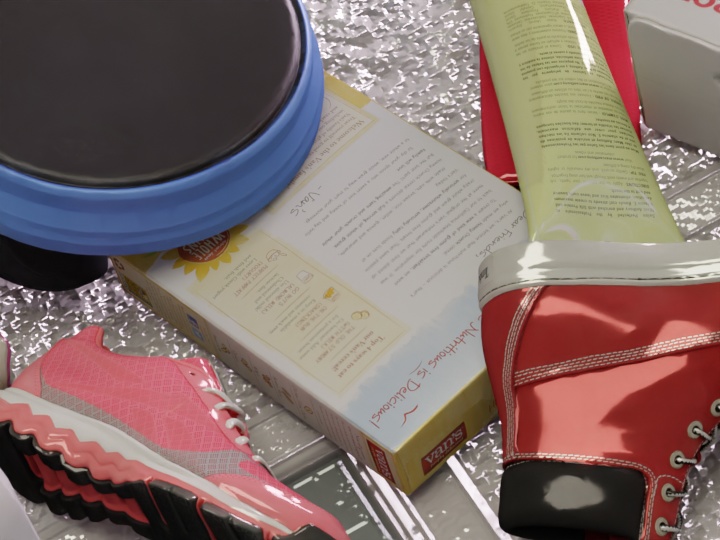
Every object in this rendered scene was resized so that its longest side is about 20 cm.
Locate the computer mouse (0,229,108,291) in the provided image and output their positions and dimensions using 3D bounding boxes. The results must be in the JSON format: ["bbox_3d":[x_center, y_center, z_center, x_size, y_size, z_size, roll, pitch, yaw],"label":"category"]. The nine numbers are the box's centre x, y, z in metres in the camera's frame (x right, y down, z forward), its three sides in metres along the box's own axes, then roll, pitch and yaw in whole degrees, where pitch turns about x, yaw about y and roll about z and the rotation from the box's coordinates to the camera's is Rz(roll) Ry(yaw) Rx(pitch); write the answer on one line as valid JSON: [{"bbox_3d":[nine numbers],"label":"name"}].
[{"bbox_3d":[-0.209,-0.025,1.223,0.199,0.034,0.059,18,16,-24],"label":"computer mouse"}]

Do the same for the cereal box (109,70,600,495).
[{"bbox_3d":[0.000,0.000,1.210,0.144,0.040,0.200,-41,53,-20],"label":"cereal box"}]

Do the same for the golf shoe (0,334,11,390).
[{"bbox_3d":[-0.232,0.011,1.255,0.091,0.075,0.200,-14,45,-24],"label":"golf shoe"}]

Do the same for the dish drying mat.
[{"bbox_3d":[0.096,-0.114,1.293,0.077,0.018,0.200,-7,49,9],"label":"dish drying mat"}]

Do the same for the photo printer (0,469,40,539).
[{"bbox_3d":[-0.185,0.160,1.024,0.069,0.200,0.166,32,65,34],"label":"photo printer"}]

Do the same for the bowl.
[{"bbox_3d":[-0.116,-0.097,1.239,0.200,0.039,0.201,1,52,-2],"label":"bowl"}]

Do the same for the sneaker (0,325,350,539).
[{"bbox_3d":[-0.075,0.075,1.147,0.200,0.074,0.087,22,59,29],"label":"sneaker"}]

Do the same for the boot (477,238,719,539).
[{"bbox_3d":[0.153,0.061,1.112,0.199,0.072,0.145,-3,70,-4],"label":"boot"}]

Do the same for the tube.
[{"bbox_3d":[0.091,-0.078,1.220,0.058,0.052,0.200,-26,48,12],"label":"tube"}]

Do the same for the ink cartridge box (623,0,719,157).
[{"bbox_3d":[0.237,-0.135,1.227,0.147,0.086,0.200,25,62,31],"label":"ink cartridge box"}]
